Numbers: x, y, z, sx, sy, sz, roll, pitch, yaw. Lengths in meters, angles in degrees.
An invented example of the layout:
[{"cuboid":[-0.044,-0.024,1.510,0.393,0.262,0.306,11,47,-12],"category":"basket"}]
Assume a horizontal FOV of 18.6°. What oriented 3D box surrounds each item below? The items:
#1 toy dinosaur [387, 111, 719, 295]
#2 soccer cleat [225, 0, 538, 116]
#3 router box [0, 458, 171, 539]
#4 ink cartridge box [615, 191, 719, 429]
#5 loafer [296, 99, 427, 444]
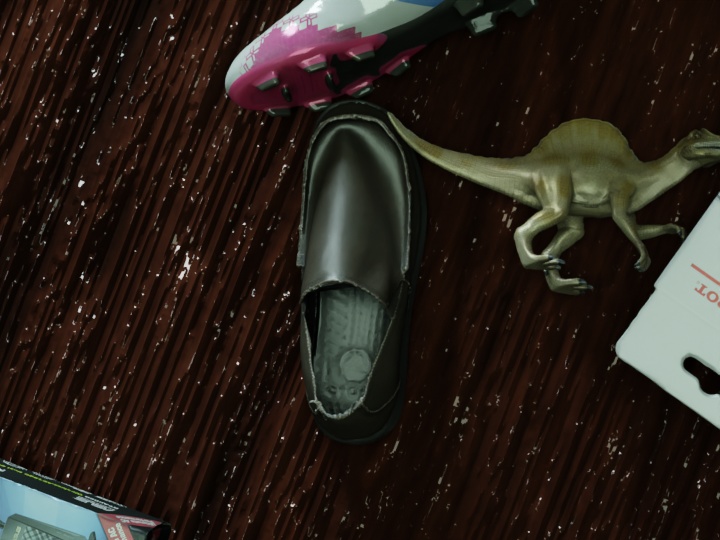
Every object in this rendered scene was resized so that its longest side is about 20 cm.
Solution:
[{"cuboid":[0.115,-0.042,1.263,0.200,0.058,0.101,1,68,6],"category":"toy dinosaur"},{"cuboid":[0.009,-0.158,1.277,0.200,0.070,0.086,-23,69,4],"category":"soccer cleat"},{"cuboid":[-0.215,0.215,1.284,0.150,0.062,0.200,19,90,10],"category":"router box"},{"cuboid":[0.243,-0.003,1.229,0.116,0.068,0.200,36,92,10],"category":"ink cartridge box"},{"cuboid":[0.000,0.000,1.260,0.073,0.071,0.200,-3,87,8],"category":"loafer"}]
